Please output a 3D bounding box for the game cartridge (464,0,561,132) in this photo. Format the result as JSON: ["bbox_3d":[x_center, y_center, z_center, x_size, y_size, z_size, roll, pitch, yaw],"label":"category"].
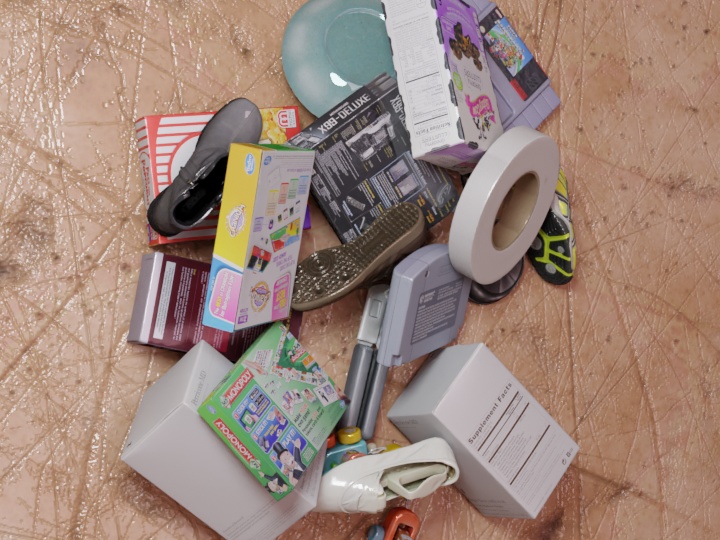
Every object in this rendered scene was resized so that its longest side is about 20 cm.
[{"bbox_3d":[0.171,-0.265,1.876,0.130,0.038,0.201,-43,105,-16],"label":"game cartridge"}]

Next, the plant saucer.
[{"bbox_3d":[0.001,-0.271,1.757,0.198,0.039,0.204,4,69,-11],"label":"plant saucer"}]

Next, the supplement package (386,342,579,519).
[{"bbox_3d":[0.156,0.205,1.791,0.200,0.121,0.120,46,65,-15],"label":"supplement package"}]

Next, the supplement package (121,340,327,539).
[{"bbox_3d":[-0.153,0.205,1.620,0.199,0.120,0.122,40,28,-18],"label":"supplement package"}]

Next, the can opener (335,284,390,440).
[{"bbox_3d":[0.016,0.113,1.770,0.052,0.066,0.203,17,85,-21],"label":"can opener"}]

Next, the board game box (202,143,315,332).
[{"bbox_3d":[-0.112,-0.040,1.585,0.040,0.153,0.203,13,98,20],"label":"board game box"}]

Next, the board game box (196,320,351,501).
[{"bbox_3d":[-0.093,0.153,1.591,0.135,0.029,0.200,48,30,-5],"label":"board game box"}]

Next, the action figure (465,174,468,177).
[{"bbox_3d":[0.069,-0.177,1.807,0.198,0.069,0.132,14,88,-20],"label":"action figure"}]

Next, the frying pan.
[{"bbox_3d":[0.177,-0.047,1.845,0.114,0.031,0.193,-7,107,-33],"label":"frying pan"}]

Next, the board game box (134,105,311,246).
[{"bbox_3d":[-0.165,-0.115,1.703,0.197,0.046,0.154,-7,90,-25],"label":"board game box"}]

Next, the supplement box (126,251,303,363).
[{"bbox_3d":[-0.170,0.051,1.684,0.198,0.061,0.110,14,81,-23],"label":"supplement box"}]

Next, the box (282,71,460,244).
[{"bbox_3d":[0.018,-0.116,1.726,0.157,0.050,0.201,-36,125,-5],"label":"box"}]

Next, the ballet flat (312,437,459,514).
[{"bbox_3d":[0.032,0.252,1.676,0.198,0.069,0.070,-15,94,-24],"label":"ballet flat"}]

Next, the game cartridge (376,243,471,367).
[{"bbox_3d":[0.084,0.036,1.741,0.199,0.040,0.135,-17,124,-62],"label":"game cartridge"}]

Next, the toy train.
[{"bbox_3d":[0.014,0.282,1.743,0.199,0.055,0.152,30,85,-25],"label":"toy train"}]

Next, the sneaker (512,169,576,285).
[{"bbox_3d":[0.258,-0.080,1.886,0.076,0.075,0.203,-27,109,-45],"label":"sneaker"}]

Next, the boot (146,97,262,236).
[{"bbox_3d":[-0.158,-0.120,1.608,0.070,0.131,0.201,36,73,-17],"label":"boot"}]

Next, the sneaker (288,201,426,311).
[{"bbox_3d":[0.000,0.000,1.701,0.199,0.071,0.076,-32,145,-8],"label":"sneaker"}]

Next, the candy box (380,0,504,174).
[{"bbox_3d":[0.104,-0.229,1.705,0.167,0.071,0.203,7,70,-66],"label":"candy box"}]

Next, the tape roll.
[{"bbox_3d":[0.180,-0.081,1.744,0.203,0.037,0.205,-42,147,-35],"label":"tape roll"}]
